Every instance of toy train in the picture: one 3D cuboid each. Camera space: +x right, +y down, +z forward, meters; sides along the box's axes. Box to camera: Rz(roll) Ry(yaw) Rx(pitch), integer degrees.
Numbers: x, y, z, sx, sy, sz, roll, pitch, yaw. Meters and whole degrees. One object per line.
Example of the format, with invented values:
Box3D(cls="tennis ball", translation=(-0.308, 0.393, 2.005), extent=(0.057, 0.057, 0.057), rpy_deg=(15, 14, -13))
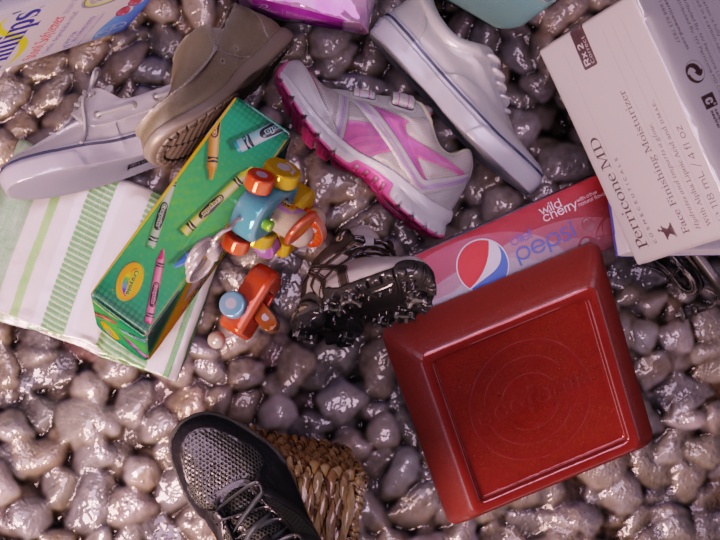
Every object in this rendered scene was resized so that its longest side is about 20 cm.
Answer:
Box3D(cls="toy train", translation=(-0.075, -0.006, 1.181), extent=(0.055, 0.200, 0.151), rpy_deg=(30, 80, 12))

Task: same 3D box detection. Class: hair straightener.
Box3D(cls="hair straightener", translation=(0.300, 0.009, 1.283), extent=(0.077, 0.041, 0.200), rpy_deg=(-45, 91, -4))

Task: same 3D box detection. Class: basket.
Box3D(cls="basket", translation=(-0.083, 0.205, 1.174), extent=(0.147, 0.200, 0.144), rpy_deg=(11, 89, -6))

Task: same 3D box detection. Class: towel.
Box3D(cls="towel", translation=(-0.226, -0.006, 1.260), extent=(0.198, 0.023, 0.154), rpy_deg=(20, 86, -1))

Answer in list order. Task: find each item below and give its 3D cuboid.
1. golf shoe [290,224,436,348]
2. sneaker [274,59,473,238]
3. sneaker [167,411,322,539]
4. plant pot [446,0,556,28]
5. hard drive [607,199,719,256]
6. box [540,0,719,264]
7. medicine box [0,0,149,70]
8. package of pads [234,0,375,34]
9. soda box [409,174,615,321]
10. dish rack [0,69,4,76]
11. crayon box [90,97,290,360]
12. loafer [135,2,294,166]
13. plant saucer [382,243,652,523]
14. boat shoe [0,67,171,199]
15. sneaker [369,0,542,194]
Box3D(cls="golf shoe", translation=(0.000, 0.000, 1.190), extent=(0.077, 0.200, 0.096), rpy_deg=(18, 71, -24))
Box3D(cls="sneaker", translation=(0.015, -0.118, 1.254), extent=(0.199, 0.081, 0.089), rpy_deg=(39, 85, -10))
Box3D(cls="sneaker", translation=(-0.064, 0.185, 1.020), extent=(0.076, 0.114, 0.201), rpy_deg=(-31, 90, -7))
Box3D(cls="plant pot", translation=(0.105, -0.285, 1.196), extent=(0.140, 0.200, 0.142), rpy_deg=(29, 82, -4))
Box3D(cls="hard drive", translation=(0.260, -0.113, 1.253), extent=(0.131, 0.025, 0.203), rpy_deg=(-1, 78, -28))
Box3D(cls="box", translation=(0.287, -0.140, 1.183), extent=(0.199, 0.130, 0.201), rpy_deg=(-26, 91, -30))
Box3D(cls="medicine box", translation=(-0.261, -0.237, 1.153), extent=(0.199, 0.182, 0.104), rpy_deg=(-25, 91, -28))
Box3D(cls="package of pads", translation=(-0.031, -0.310, 1.253), extent=(0.119, 0.076, 0.202), rpy_deg=(13, 88, -2))
Box3D(cls="soda box", translation=(0.127, -0.016, 1.258), extent=(0.198, 0.070, 0.064), rpy_deg=(-24, 90, -4))
Box3D(cls="dish rack", translation=(-0.401, -0.227, 1.243), extent=(0.170, 0.044, 0.202), rpy_deg=(-19, 90, -3))
Box3D(cls="crayon box", translation=(-0.138, -0.031, 1.192), extent=(0.058, 0.119, 0.201), rpy_deg=(34, 75, 1))
Box3D(cls="loafer", translation=(-0.130, -0.155, 1.201), extent=(0.068, 0.076, 0.200), rpy_deg=(40, 43, 0))
Box3D(cls="plant saucer", translation=(0.141, 0.104, 1.237), extent=(0.198, 0.037, 0.202), rpy_deg=(-22, 111, -4))
Box3D(cls="boat shoe", translation=(-0.213, -0.125, 1.229), extent=(0.200, 0.075, 0.087), rpy_deg=(-20, 79, -18))
Box3D(cls="sneaker", translation=(0.096, -0.156, 1.258), extent=(0.071, 0.073, 0.200), rpy_deg=(-42, 91, -1))
